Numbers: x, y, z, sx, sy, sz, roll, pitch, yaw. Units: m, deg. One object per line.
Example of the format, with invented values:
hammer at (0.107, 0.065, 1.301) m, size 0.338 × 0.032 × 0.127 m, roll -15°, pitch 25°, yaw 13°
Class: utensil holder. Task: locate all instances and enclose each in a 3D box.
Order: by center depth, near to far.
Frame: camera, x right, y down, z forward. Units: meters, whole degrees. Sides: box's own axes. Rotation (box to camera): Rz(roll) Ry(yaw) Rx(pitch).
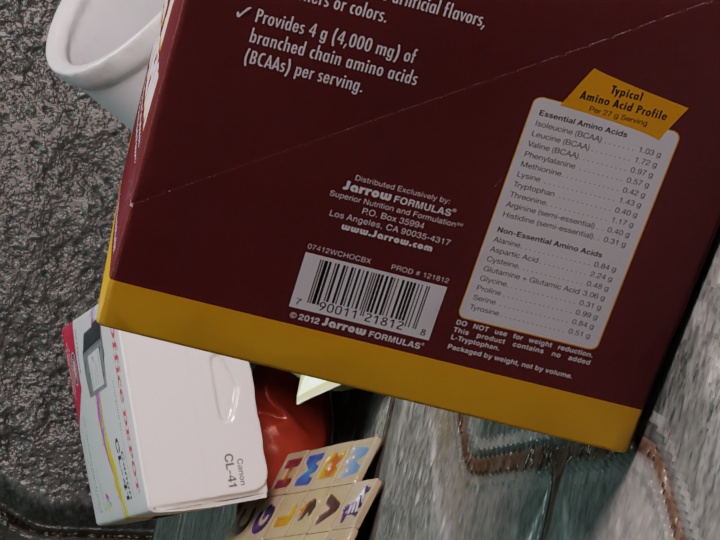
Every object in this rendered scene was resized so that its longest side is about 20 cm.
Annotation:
utensil holder at (-0.071, -0.131, 1.548) m, size 0.170 × 0.200 × 0.171 m, roll -34°, pitch 33°, yaw 25°

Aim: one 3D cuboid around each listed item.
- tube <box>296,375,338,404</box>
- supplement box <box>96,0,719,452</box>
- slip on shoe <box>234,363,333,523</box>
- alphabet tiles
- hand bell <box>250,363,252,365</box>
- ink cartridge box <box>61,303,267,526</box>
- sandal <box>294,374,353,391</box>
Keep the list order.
tube at (0.000, 0.000, 1.547) m, size 0.201 × 0.052 × 0.058 m, roll -83°, pitch 10°, yaw -47°
supplement box at (0.028, -0.075, 0.847) m, size 0.133 × 0.196 × 0.201 m, roll -88°, pitch 14°, yaw -59°
slip on shoe at (-0.053, 0.146, 1.646) m, size 0.061 × 0.074 × 0.202 m, roll 165°, pitch 115°, yaw -71°
alphabet tiles at (-0.053, 0.178, 1.487) m, size 0.167 × 0.006 × 0.200 m, roll -62°, pitch 18°, yaw -21°
hand bell at (-0.030, 0.023, 1.699) m, size 0.201 × 0.104 × 0.104 m, roll -59°, pitch 15°, yaw 32°
ink cartridge box at (-0.133, 0.089, 1.618) m, size 0.200 × 0.085 × 0.149 m, roll 151°, pitch 110°, yaw -73°
sandal at (-0.050, 0.040, 1.612) m, size 0.201 × 0.079 × 0.058 m, roll -132°, pitch 32°, yaw -56°
